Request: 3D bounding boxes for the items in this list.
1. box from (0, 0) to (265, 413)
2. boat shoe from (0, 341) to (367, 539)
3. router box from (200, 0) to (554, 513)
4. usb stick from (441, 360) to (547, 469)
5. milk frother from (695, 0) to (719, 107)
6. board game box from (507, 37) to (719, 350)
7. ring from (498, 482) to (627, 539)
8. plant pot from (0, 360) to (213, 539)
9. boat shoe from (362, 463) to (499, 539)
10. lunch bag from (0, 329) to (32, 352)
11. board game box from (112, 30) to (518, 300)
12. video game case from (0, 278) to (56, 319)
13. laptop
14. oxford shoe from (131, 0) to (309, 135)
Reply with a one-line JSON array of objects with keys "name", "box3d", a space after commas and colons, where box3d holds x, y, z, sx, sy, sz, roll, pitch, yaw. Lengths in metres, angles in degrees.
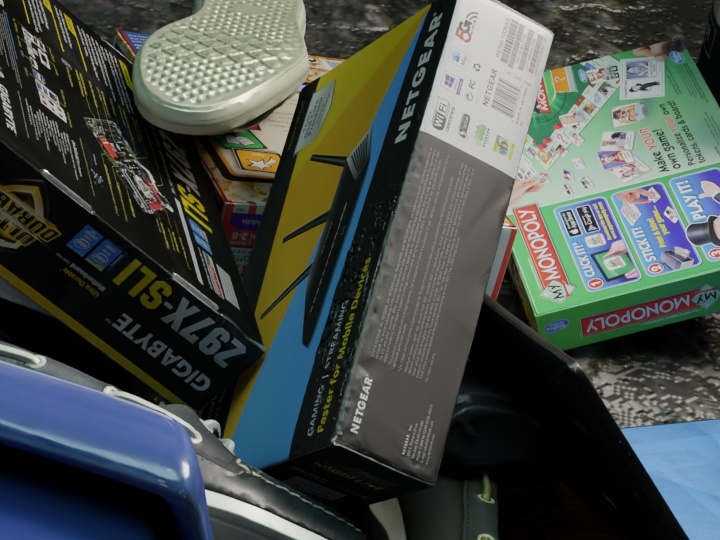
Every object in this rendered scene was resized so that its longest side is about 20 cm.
[{"name": "box", "box3d": [-0.126, -0.051, 0.909, 0.160, 0.049, 0.200, 42, 15, -36]}, {"name": "boat shoe", "box3d": [-0.081, 0.074, 0.808, 0.199, 0.076, 0.061, 23, 50, -18]}, {"name": "router box", "box3d": [0.000, 0.000, 0.891, 0.051, 0.149, 0.201, 25, 66, -21]}, {"name": "usb stick", "box3d": [0.024, 0.045, 0.947, 0.055, 0.033, 0.200, 5, 11, -18]}, {"name": "milk frother", "box3d": [0.291, -0.125, 1.174, 0.199, 0.189, 0.181, 5, 37, -6]}, {"name": "board game box", "box3d": [0.132, -0.044, 1.129, 0.134, 0.029, 0.201, -14, 39, -1]}, {"name": "ring", "box3d": [0.111, 0.152, 0.895, 0.199, 0.019, 0.201, 7, 35, -5]}, {"name": "plant pot", "box3d": [-0.143, 0.132, 0.663, 0.199, 0.200, 0.181, 15, 59, 10]}, {"name": "boat shoe", "box3d": [0.040, 0.137, 0.820, 0.060, 0.072, 0.202, -7, 33, -5]}, {"name": "lunch bag", "box3d": [-0.185, 0.075, 0.883, 0.200, 0.076, 0.160, 34, 40, 28]}, {"name": "board game box", "box3d": [-0.031, -0.053, 1.076, 0.151, 0.047, 0.200, 5, 26, -24]}, {"name": "video game case", "box3d": [-0.176, -0.013, 0.946, 0.143, 0.018, 0.200, 27, -2, 22]}, {"name": "laptop", "box3d": [0.137, 0.053, 0.911, 0.116, 0.200, 0.187, -37, 25, -7]}, {"name": "oxford shoe", "box3d": [-0.061, -0.088, 0.999, 0.075, 0.058, 0.200, 12, 20, 1]}]
